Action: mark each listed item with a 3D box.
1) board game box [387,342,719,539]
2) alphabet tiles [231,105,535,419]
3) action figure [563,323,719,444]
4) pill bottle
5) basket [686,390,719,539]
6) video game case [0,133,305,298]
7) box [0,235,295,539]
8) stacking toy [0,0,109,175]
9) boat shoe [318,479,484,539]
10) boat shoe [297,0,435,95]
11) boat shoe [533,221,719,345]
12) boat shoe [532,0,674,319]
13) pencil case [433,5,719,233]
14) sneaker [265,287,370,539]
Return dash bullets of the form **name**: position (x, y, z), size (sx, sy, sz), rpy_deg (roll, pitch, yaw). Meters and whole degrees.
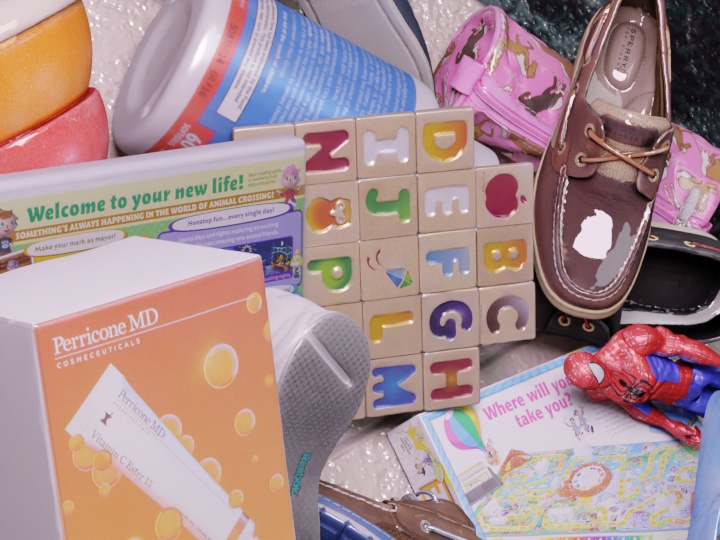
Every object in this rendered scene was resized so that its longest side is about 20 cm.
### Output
- **board game box**: position (0.123, 0.119, 1.278), size (0.200, 0.034, 0.135), rpy_deg (-18, 79, -40)
- **alphabet tiles**: position (0.000, 0.000, 1.182), size (0.199, 0.006, 0.167), rpy_deg (-6, 106, -17)
- **action figure**: position (0.198, 0.067, 1.292), size (0.199, 0.065, 0.052), rpy_deg (10, 45, -32)
- **pill bottle**: position (-0.026, -0.074, 1.218), size (0.199, 0.112, 0.113), rpy_deg (27, 55, -21)
- **basket**: position (0.213, 0.184, 1.221), size (0.176, 0.139, 0.201), rpy_deg (38, 55, -53)
- **video game case**: position (-0.110, 0.033, 1.102), size (0.199, 0.022, 0.183), rpy_deg (-11, 109, -38)
- **box**: position (-0.106, 0.099, 0.967), size (0.124, 0.097, 0.201), rpy_deg (-18, 107, -40)
- **stacking toy**: position (-0.166, -0.038, 1.108), size (0.146, 0.146, 0.201), rpy_deg (-36, 106, -41)
- **boat shoe**: position (0.027, 0.158, 1.166), size (0.200, 0.072, 0.072), rpy_deg (32, 39, -5)
- **boat shoe**: position (-0.004, -0.153, 1.258), size (0.200, 0.075, 0.062), rpy_deg (58, 32, -40)
- **boat shoe**: position (0.136, 0.005, 1.295), size (0.201, 0.063, 0.074), rpy_deg (3, 110, -18)
- **boat shoe**: position (0.143, -0.074, 1.257), size (0.072, 0.072, 0.201), rpy_deg (15, 71, 1)
- **pencil case**: position (0.133, -0.082, 1.354), size (0.200, 0.086, 0.083), rpy_deg (31, 70, -18)
- **sneaker**: position (-0.059, 0.104, 1.102), size (0.070, 0.080, 0.201), rpy_deg (11, 102, -45)
